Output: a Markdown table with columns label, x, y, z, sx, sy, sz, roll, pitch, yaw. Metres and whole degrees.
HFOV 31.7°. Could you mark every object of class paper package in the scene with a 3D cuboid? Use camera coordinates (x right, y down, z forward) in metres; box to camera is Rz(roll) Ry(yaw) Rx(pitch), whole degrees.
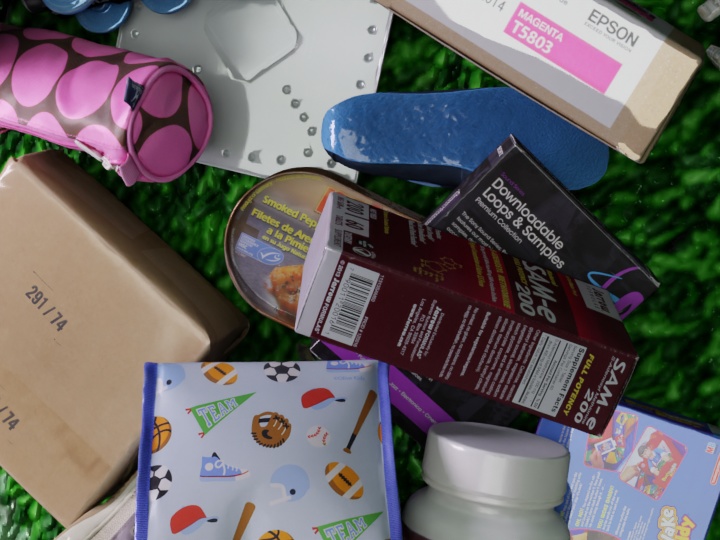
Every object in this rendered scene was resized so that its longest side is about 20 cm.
| label | x | y | z | sx | sy | sz | roll | pitch | yaw |
| --- | --- | --- | --- | --- | --- | --- | --- | --- | --- |
| paper package | -0.216 | 0.048 | 0.929 | 0.200 | 0.103 | 0.191 | 40 | 101 | 4 |

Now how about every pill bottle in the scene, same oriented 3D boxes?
| label | x | y | z | sx | sy | sz | roll | pitch | yaw |
| --- | --- | --- | --- | --- | --- | --- | --- | --- | --- |
| pill bottle | 0.077 | 0.210 | 0.838 | 0.113 | 0.114 | 0.202 | 9 | 95 | 9 |

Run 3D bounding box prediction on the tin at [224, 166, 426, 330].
| label | x | y | z | sx | sy | sz | roll | pitch | yaw |
| --- | --- | --- | --- | --- | --- | --- | --- | --- | --- |
| tin | 0.000 | 0.000 | 0.906 | 0.198 | 0.042 | 0.113 | 26 | 110 | -1 |

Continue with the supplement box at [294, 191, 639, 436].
| label | x | y | z | sx | sy | sz | roll | pitch | yaw |
| --- | --- | --- | --- | --- | --- | --- | --- | --- | --- |
| supplement box | 0.063 | 0.025 | 0.788 | 0.198 | 0.109 | 0.061 | 20 | 110 | -7 |

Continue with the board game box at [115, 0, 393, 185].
| label | x | y | z | sx | sy | sz | roll | pitch | yaw |
| --- | --- | --- | --- | --- | --- | --- | --- | --- | --- |
| board game box | -0.077 | -0.173 | 0.928 | 0.198 | 0.026 | 0.202 | 14 | 96 | 9 |

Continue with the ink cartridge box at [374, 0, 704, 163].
| label | x | y | z | sx | sy | sz | roll | pitch | yaw |
| --- | --- | --- | --- | --- | --- | --- | --- | --- | --- |
| ink cartridge box | 0.121 | -0.161 | 0.820 | 0.199 | 0.165 | 0.076 | 33 | 109 | 5 |

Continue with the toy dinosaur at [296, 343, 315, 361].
| label | x | y | z | sx | sy | sz | roll | pitch | yaw |
| --- | --- | --- | --- | --- | --- | --- | --- | --- | --- |
| toy dinosaur | -0.028 | 0.156 | 0.910 | 0.087 | 0.047 | 0.202 | 17 | 68 | -8 |

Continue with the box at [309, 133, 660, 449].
| label | x | y | z | sx | sy | sz | roll | pitch | yaw |
| --- | --- | --- | --- | --- | --- | --- | --- | --- | --- |
| box | 0.083 | 0.027 | 0.865 | 0.143 | 0.036 | 0.200 | 42 | 107 | -14 |

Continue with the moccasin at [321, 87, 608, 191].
| label | x | y | z | sx | sy | sz | roll | pitch | yaw |
| --- | --- | --- | --- | --- | --- | --- | --- | --- | --- |
| moccasin | 0.072 | -0.094 | 0.884 | 0.198 | 0.068 | 0.081 | 10 | 85 | -4 |

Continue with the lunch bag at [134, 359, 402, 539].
| label | x | y | z | sx | sy | sz | roll | pitch | yaw |
| --- | --- | --- | --- | --- | --- | --- | --- | --- | --- |
| lunch bag | -0.058 | 0.167 | 0.798 | 0.168 | 0.125 | 0.201 | -3 | 50 | -4 |

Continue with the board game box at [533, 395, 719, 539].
| label | x | y | z | sx | sy | sz | roll | pitch | yaw |
| --- | --- | --- | --- | --- | --- | --- | --- | --- | --- |
| board game box | 0.170 | 0.190 | 0.901 | 0.133 | 0.045 | 0.202 | 18 | 97 | 8 |

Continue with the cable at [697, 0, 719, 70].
| label | x | y | z | sx | sy | sz | roll | pitch | yaw |
| --- | --- | --- | --- | --- | --- | --- | --- | --- | --- |
| cable | 0.346 | -0.161 | 0.834 | 0.200 | 0.069 | 0.200 | 45 | 99 | 3 |

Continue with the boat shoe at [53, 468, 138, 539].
| label | x | y | z | sx | sy | sz | roll | pitch | yaw |
| --- | --- | --- | --- | --- | --- | --- | --- | --- | --- |
| boat shoe | -0.146 | 0.180 | 0.907 | 0.200 | 0.072 | 0.065 | -39 | 65 | -24 |

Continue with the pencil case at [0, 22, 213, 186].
| label | x | y | z | sx | sy | sz | roll | pitch | yaw |
| --- | --- | --- | --- | --- | --- | --- | --- | --- | --- |
| pencil case | -0.204 | -0.118 | 0.890 | 0.198 | 0.091 | 0.094 | 16 | 67 | 34 |

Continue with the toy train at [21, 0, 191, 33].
| label | x | y | z | sx | sy | sz | roll | pitch | yaw |
| --- | --- | --- | --- | --- | --- | --- | --- | --- | --- |
| toy train | -0.150 | -0.241 | 0.882 | 0.198 | 0.087 | 0.116 | -13 | 85 | 11 |
